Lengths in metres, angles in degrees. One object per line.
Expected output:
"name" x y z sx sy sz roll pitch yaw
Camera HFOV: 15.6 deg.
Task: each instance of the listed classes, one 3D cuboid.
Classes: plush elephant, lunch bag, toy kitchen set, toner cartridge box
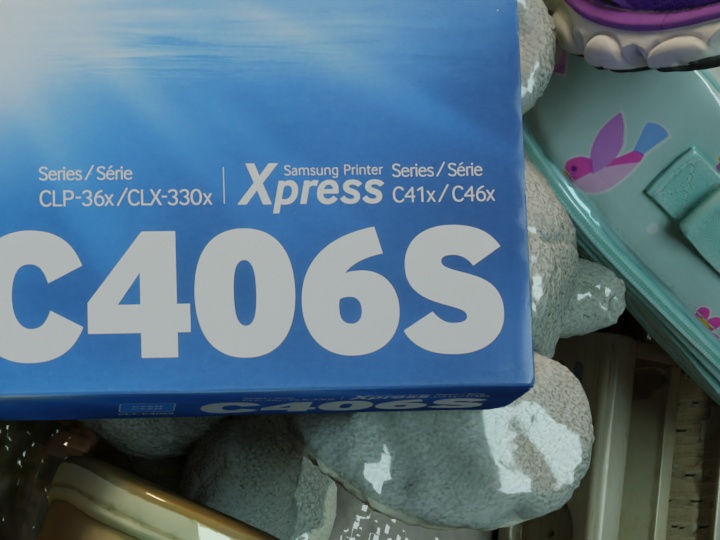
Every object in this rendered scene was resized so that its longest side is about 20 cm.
"plush elephant" 0.000 0.000 0.711 0.200 0.154 0.165 19 74 -66
"lunch bag" 0.102 -0.029 0.838 0.077 0.161 0.200 -39 124 14
"toy kitchen set" 0.108 0.109 0.812 0.163 0.200 0.181 12 82 -42
"toner cartridge box" -0.062 -0.014 0.613 0.199 0.043 0.095 -1 80 -7

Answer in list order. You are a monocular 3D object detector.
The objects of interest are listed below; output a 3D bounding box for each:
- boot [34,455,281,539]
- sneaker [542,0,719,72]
"boot" -0.079 0.135 0.662 0.072 0.200 0.155 28 70 -2
"sneaker" 0.072 -0.108 0.696 0.080 0.200 0.084 -18 118 -21
